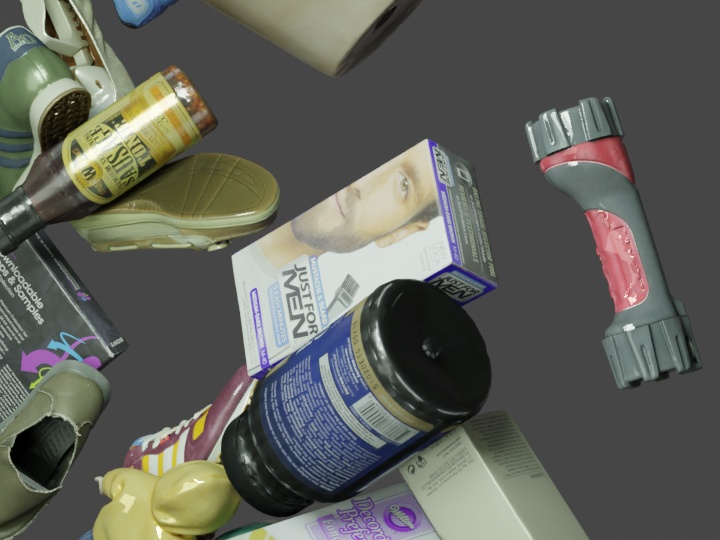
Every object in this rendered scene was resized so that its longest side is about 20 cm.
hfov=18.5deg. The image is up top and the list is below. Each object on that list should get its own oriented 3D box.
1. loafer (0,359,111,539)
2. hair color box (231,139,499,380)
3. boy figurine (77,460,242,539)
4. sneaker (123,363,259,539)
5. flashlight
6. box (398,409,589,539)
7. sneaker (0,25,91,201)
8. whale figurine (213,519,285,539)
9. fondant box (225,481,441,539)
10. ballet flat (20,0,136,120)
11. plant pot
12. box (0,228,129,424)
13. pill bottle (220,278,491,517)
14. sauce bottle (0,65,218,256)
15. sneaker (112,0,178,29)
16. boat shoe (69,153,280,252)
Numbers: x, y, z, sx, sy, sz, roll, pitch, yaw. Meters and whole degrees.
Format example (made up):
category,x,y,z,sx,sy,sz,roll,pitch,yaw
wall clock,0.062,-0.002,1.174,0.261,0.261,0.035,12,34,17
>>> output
category,x,y,z,sx,sy,sz,roll,pitch,yaw
loafer,-0.277,0.157,1.814,0.075,0.070,0.200,30,121,-7
hair color box,0.000,0.000,1.636,0.200,0.065,0.110,-29,55,29
boy figurine,-0.168,0.202,1.699,0.200,0.064,0.125,-44,59,29
sneaker,-0.139,0.143,1.744,0.090,0.075,0.200,35,110,20
flashlight,0.173,-0.018,1.541,0.068,0.068,0.201,-19,81,31
box,0.117,0.201,1.581,0.068,0.082,0.200,-40,70,27
sneaker,-0.270,-0.123,1.777,0.090,0.067,0.200,52,152,13
whale figurine,-0.067,0.293,1.688,0.159,0.104,0.200,-21,83,31
fondant box,-0.027,0.247,1.587,0.144,0.200,0.058,57,153,38
ballet flat,-0.235,-0.170,1.797,0.067,0.062,0.200,-34,75,29
plant pot,-0.039,-0.241,1.612,0.174,0.200,0.200,44,115,3
box,-0.304,0.064,1.851,0.200,0.036,0.143,-38,88,29
pill bottle,-0.009,0.098,1.581,0.200,0.112,0.112,-37,73,38
sauce bottle,-0.207,-0.082,1.732,0.200,0.066,0.066,-37,71,-3
sneaker,-0.219,-0.276,1.773,0.089,0.078,0.200,-44,70,23
boat shoe,-0.144,-0.044,1.751,0.200,0.063,0.073,-3,46,29
